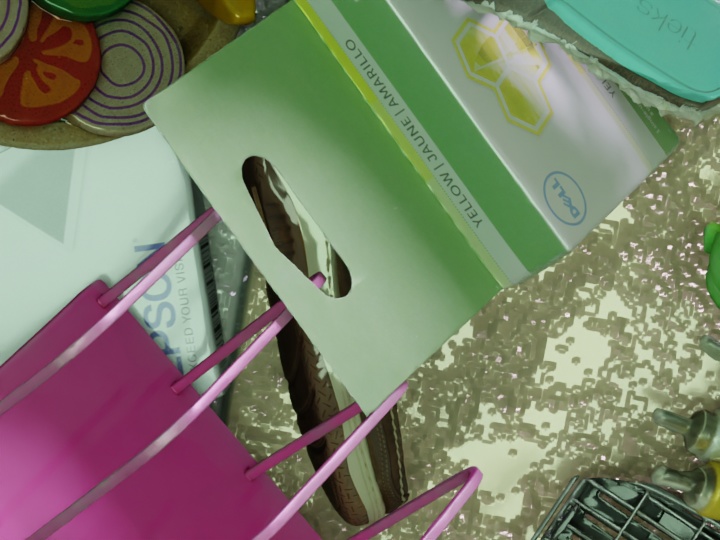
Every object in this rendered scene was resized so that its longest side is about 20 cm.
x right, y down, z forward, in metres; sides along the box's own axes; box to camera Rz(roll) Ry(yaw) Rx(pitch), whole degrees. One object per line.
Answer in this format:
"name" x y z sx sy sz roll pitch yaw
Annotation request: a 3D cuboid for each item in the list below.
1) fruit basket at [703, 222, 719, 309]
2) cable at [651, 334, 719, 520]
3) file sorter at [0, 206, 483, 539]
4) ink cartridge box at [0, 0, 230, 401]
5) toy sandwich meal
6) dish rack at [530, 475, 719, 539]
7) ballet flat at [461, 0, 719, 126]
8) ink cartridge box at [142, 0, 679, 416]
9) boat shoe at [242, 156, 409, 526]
"fruit basket" 0.245 -0.004 1.046 0.214 0.155 0.217 -1 93 -21
"cable" 0.214 0.092 1.121 0.199 0.050 0.097 33 63 -16
"file sorter" -0.043 0.091 1.014 0.200 0.139 0.125 50 132 -5
"ink cartridge box" -0.165 -0.033 1.115 0.199 0.041 0.201 -8 96 3
"toy sandwich meal" -0.119 -0.148 1.033 0.204 0.070 0.207 2 85 -22
"dish rack" 0.099 0.189 1.124 0.153 0.055 0.201 33 95 -3
"ballet flat" 0.063 -0.122 1.029 0.200 0.072 0.072 37 96 -5
"ink cartridge box" 0.025 -0.056 1.035 0.048 0.200 0.146 -32 96 41
"boat shoe" 0.001 0.001 1.098 0.074 0.075 0.204 -15 101 -11
